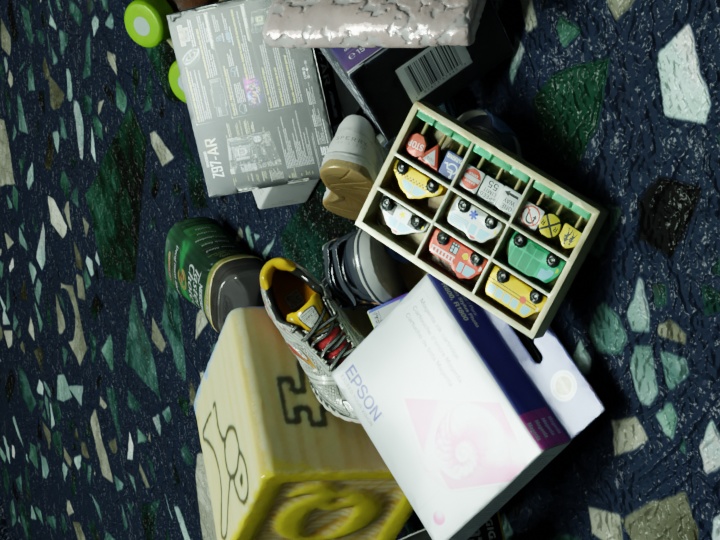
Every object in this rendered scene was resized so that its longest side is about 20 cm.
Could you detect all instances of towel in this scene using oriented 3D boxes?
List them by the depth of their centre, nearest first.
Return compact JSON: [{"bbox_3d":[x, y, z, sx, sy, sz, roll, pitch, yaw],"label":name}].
[{"bbox_3d":[0.028,-0.273,1.402,0.198,0.032,0.193,3,60,28],"label":"towel"}]

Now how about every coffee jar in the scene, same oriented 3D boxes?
[{"bbox_3d":[-0.177,0.011,2.044,0.200,0.084,0.106,36,129,54],"label":"coffee jar"}]

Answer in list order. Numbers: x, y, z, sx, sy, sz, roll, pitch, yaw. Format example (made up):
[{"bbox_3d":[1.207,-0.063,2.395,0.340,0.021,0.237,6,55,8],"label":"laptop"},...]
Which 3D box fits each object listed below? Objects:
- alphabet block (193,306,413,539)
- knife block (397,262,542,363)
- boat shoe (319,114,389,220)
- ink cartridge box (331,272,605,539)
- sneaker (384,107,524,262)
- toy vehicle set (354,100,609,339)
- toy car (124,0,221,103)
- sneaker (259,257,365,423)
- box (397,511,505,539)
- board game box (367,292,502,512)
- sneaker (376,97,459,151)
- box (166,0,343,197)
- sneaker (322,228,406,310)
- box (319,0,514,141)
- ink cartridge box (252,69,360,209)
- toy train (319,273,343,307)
[{"bbox_3d":[-0.053,0.172,1.691,0.196,0.194,0.202,115,148,-50],"label":"alphabet block"},{"bbox_3d":[0.112,0.078,1.513,0.199,0.063,0.178,18,113,61],"label":"knife block"},{"bbox_3d":[0.003,-0.094,1.527,0.200,0.070,0.070,86,-162,-77],"label":"boat shoe"},{"bbox_3d":[0.089,0.107,1.424,0.200,0.043,0.197,-48,61,28],"label":"ink cartridge box"},{"bbox_3d":[0.081,-0.067,1.477,0.077,0.085,0.200,38,142,1],"label":"sneaker"},{"bbox_3d":[0.103,-0.046,1.396,0.199,0.026,0.125,33,106,23],"label":"toy vehicle set"},{"bbox_3d":[-0.132,-0.306,1.782,0.158,0.164,0.199,51,132,-4],"label":"toy car"},{"bbox_3d":[-0.040,0.069,1.585,0.200,0.078,0.082,48,175,22],"label":"sneaker"},{"bbox_3d":[0.081,0.324,1.519,0.200,0.049,0.162,-39,61,57],"label":"box"},{"bbox_3d":[0.072,0.137,1.550,0.135,0.044,0.202,66,180,-69],"label":"board game box"},{"bbox_3d":[0.044,-0.102,1.586,0.082,0.072,0.201,61,150,25],"label":"sneaker"},{"bbox_3d":[-0.106,-0.189,1.703,0.158,0.044,0.203,-9,102,22],"label":"box"},{"bbox_3d":[0.000,0.000,1.583,0.200,0.078,0.080,7,-108,-79],"label":"sneaker"},{"bbox_3d":[0.024,-0.244,1.472,0.201,0.147,0.105,55,180,39],"label":"box"},{"bbox_3d":[-0.075,-0.173,1.807,0.117,0.066,0.200,68,150,23],"label":"ink cartridge box"},{"bbox_3d":[-0.006,-0.007,1.759,0.200,0.034,0.046,132,137,-58],"label":"toy train"}]
